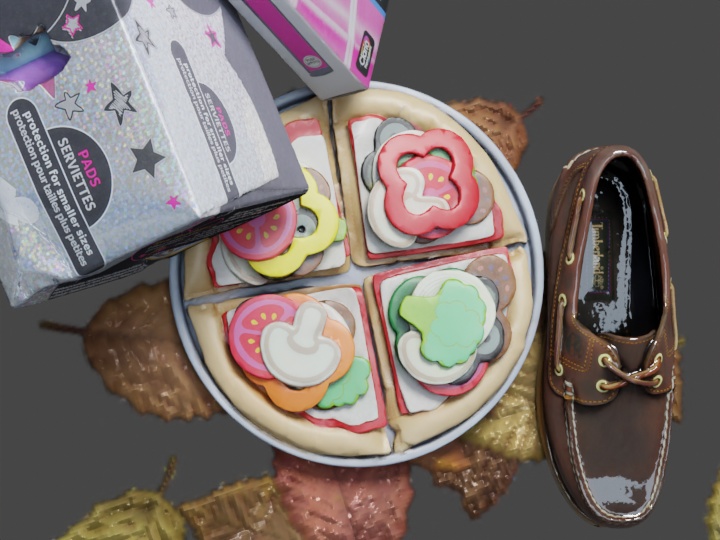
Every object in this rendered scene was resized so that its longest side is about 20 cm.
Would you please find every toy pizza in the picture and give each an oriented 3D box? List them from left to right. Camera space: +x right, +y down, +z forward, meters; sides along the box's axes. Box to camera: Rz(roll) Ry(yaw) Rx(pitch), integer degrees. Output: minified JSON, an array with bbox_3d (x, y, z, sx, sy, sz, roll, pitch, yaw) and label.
[{"bbox_3d":[0.000,0.000,0.850,0.197,0.032,0.203,1,85,-7],"label":"toy pizza"}]

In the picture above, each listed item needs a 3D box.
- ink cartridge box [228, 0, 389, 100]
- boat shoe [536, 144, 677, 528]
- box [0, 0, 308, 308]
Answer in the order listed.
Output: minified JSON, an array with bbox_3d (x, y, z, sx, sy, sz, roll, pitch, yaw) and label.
[{"bbox_3d":[-0.052,-0.179,0.792,0.200,0.037,0.096,42,50,-40],"label":"ink cartridge box"},{"bbox_3d":[0.130,0.035,0.860,0.069,0.070,0.203,-5,87,-11],"label":"boat shoe"},{"bbox_3d":[-0.127,-0.103,0.772,0.114,0.132,0.202,-24,89,22],"label":"box"}]
